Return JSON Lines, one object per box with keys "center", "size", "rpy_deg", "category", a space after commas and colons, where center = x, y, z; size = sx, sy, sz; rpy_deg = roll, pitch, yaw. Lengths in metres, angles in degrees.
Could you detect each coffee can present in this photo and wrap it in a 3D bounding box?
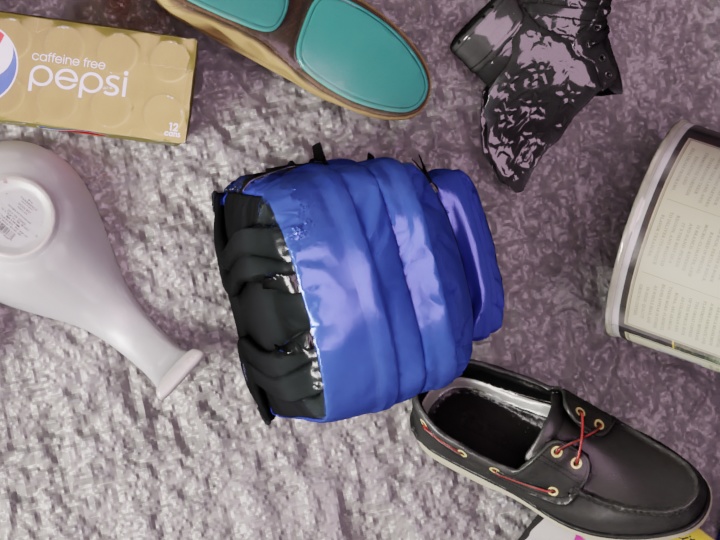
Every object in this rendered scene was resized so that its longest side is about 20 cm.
{"center": [0.271, 0.005, 1.539], "size": [0.200, 0.146, 0.147], "rpy_deg": [20, 88, 16], "category": "coffee can"}

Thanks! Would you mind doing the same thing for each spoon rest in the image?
{"center": [-0.182, 0.003, 1.553], "size": [0.200, 0.061, 0.099], "rpy_deg": [44, 83, 6], "category": "spoon rest"}

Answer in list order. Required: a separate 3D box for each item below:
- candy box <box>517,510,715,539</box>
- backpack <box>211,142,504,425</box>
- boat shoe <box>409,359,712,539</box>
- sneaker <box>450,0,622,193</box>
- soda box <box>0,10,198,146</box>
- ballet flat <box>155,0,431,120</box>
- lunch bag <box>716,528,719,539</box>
{"center": [0.139, 0.234, 1.560], "size": [0.136, 0.061, 0.200], "rpy_deg": [35, 74, 18], "category": "candy box"}
{"center": [0.000, 0.000, 1.503], "size": [0.167, 0.200, 0.163], "rpy_deg": [-20, 94, -8], "category": "backpack"}
{"center": [0.123, 0.113, 1.550], "size": [0.201, 0.063, 0.074], "rpy_deg": [20, 66, 19], "category": "boat shoe"}
{"center": [0.138, -0.153, 1.595], "size": [0.200, 0.060, 0.104], "rpy_deg": [-44, 96, -1], "category": "sneaker"}
{"center": [-0.204, -0.123, 1.535], "size": [0.199, 0.064, 0.068], "rpy_deg": [7, 90, -10], "category": "soda box"}
{"center": [-0.047, -0.155, 1.563], "size": [0.200, 0.063, 0.069], "rpy_deg": [29, 78, -16], "category": "ballet flat"}
{"center": [0.317, 0.180, 1.623], "size": [0.150, 0.094, 0.200], "rpy_deg": [8, 99, -12], "category": "lunch bag"}
